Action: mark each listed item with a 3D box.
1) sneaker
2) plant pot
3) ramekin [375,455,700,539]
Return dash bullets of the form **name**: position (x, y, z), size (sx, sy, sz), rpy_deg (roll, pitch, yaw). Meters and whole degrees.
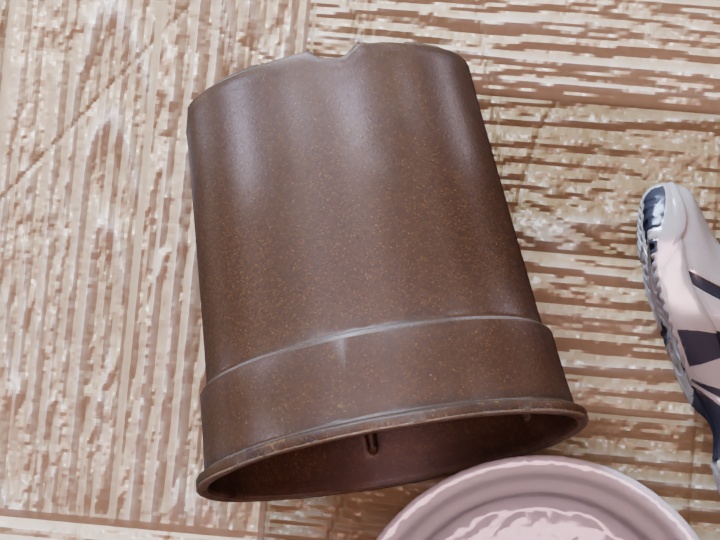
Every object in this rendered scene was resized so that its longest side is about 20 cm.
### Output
- **sneaker**: position (0.228, 0.035, 1.353), size (0.129, 0.079, 0.200), rpy_deg (-20, 85, 0)
- **plant pot**: position (0.000, 0.000, 1.318), size (0.200, 0.200, 0.199), rpy_deg (-10, 78, 2)
- **ramekin**: position (0.091, 0.196, 1.338), size (0.200, 0.098, 0.201), rpy_deg (0, 86, 4)
